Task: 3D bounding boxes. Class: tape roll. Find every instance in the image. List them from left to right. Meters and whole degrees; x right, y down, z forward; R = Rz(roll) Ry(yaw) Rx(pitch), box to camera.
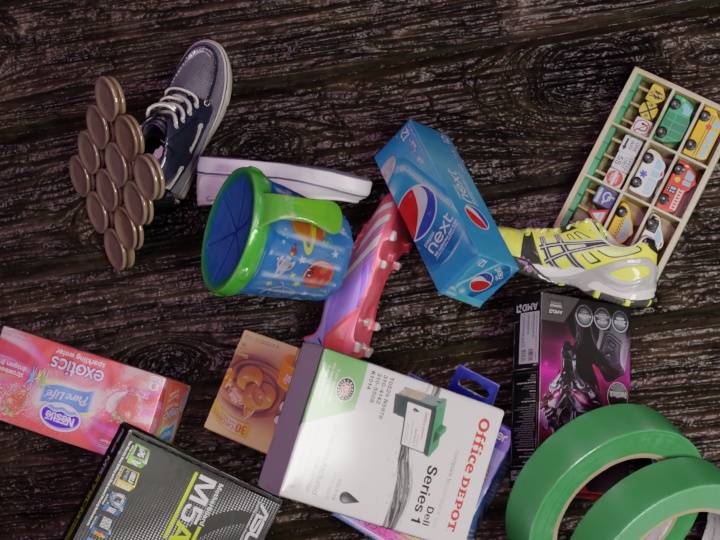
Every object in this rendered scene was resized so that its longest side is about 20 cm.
[{"bbox_3d":[0.239,0.227,1.362,0.200,0.201,0.048,-41,39,0],"label":"tape roll"},{"bbox_3d":[0.290,0.275,1.348,0.200,0.201,0.048,-40,37,0],"label":"tape roll"}]

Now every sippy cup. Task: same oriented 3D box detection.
[{"bbox_3d":[-0.083,-0.028,1.481,0.130,0.178,0.140,16,101,-27],"label":"sippy cup"}]

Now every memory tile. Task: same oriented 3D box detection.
[{"bbox_3d":[-0.267,-0.103,1.533,0.017,0.200,0.154,-18,69,-32],"label":"memory tile"}]

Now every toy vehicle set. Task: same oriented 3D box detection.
[{"bbox_3d":[0.305,-0.103,1.502,0.124,0.027,0.201,26,85,14],"label":"toy vehicle set"}]

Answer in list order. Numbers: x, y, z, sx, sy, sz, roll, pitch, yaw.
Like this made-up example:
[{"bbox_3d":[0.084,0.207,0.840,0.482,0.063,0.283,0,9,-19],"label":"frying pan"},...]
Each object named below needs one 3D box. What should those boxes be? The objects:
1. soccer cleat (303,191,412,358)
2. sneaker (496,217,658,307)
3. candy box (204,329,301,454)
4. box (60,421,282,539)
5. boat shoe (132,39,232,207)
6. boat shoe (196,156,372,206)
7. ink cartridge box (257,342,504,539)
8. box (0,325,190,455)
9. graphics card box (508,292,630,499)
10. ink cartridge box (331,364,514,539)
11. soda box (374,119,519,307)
[{"bbox_3d":[0.000,0.000,1.520,0.076,0.067,0.201,15,82,24],"label":"soccer cleat"},{"bbox_3d":[0.217,-0.022,1.467,0.199,0.075,0.077,16,98,16],"label":"sneaker"},{"bbox_3d":[-0.059,0.145,1.464,0.199,0.055,0.116,16,80,37],"label":"candy box"},{"bbox_3d":[-0.207,0.286,1.453,0.193,0.047,0.201,30,83,-22],"label":"box"},{"bbox_3d":[-0.203,-0.175,1.572,0.074,0.093,0.201,14,82,12],"label":"boat shoe"},{"bbox_3d":[-0.086,-0.086,1.554,0.199,0.074,0.066,7,96,15],"label":"boat shoe"},{"bbox_3d":[0.022,0.170,1.347,0.199,0.084,0.147,19,83,-18],"label":"ink cartridge box"},{"bbox_3d":[-0.301,0.140,1.526,0.199,0.095,0.103,17,84,13],"label":"box"},{"bbox_3d":[0.215,0.129,1.428,0.125,0.051,0.201,10,76,-30],"label":"graphics card box"},{"bbox_3d":[0.079,0.200,1.459,0.136,0.076,0.201,27,83,14],"label":"ink cartridge box"},{"bbox_3d":[0.088,-0.062,1.468,0.064,0.068,0.201,-46,48,26],"label":"soda box"}]
